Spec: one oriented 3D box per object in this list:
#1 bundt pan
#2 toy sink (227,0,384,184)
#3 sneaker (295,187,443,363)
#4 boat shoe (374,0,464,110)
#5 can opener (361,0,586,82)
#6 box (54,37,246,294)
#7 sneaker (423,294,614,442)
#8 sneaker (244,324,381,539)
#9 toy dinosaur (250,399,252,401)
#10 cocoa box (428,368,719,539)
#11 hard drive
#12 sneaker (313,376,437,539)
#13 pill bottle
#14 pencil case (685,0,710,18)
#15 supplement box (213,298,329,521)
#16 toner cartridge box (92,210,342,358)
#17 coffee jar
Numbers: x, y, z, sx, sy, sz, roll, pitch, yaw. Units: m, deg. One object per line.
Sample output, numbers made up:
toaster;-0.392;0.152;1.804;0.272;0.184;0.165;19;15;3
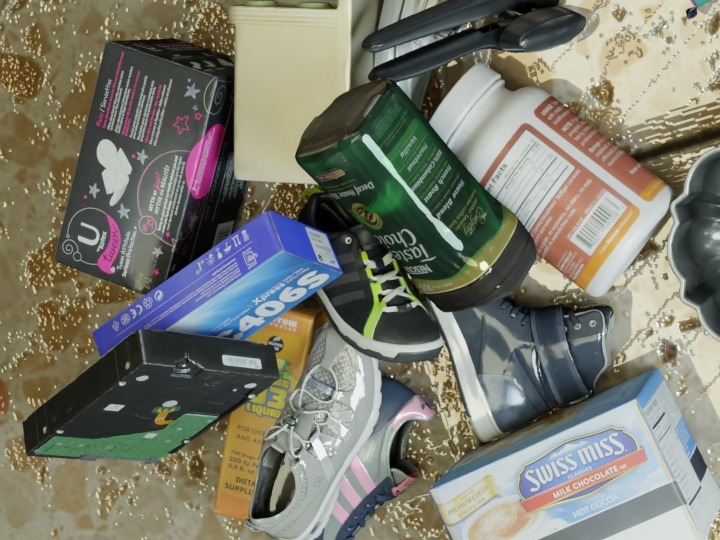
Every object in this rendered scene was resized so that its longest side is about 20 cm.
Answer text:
bundt pan;0.352;-0.028;1.614;0.201;0.076;0.203;3;100;16
toy sink;-0.041;-0.180;1.684;0.111;0.130;0.201;4;101;17
sneaker;0.000;0.000;1.691;0.200;0.071;0.083;43;130;35
boat shoe;0.057;-0.217;1.676;0.066;0.074;0.201;9;101;18
can opener;0.087;-0.199;1.626;0.199;0.079;0.064;-15;100;-26
box;-0.171;-0.093;1.737;0.114;0.132;0.201;20;104;17
sneaker;0.135;0.026;1.692;0.145;0.077;0.203;-21;88;15
sneaker;-0.042;0.141;1.699;0.074;0.082;0.201;19;96;34
toy dinosaur;-0.156;0.095;1.794;0.199;0.058;0.102;-22;88;44
cocoa box;0.182;0.188;1.671;0.199;0.133;0.132;-26;91;19
hard drive;-0.180;0.109;1.687;0.200;0.139;0.038;-38;55;43
sneaker;0.004;0.192;1.760;0.082;0.070;0.201;22;106;17
pill bottle;0.153;-0.080;1.650;0.200;0.112;0.112;39;108;9
pencil case;0.337;-0.274;1.569;0.199;0.093;0.085;-19;116;18
supplement box;-0.079;0.123;1.778;0.066;0.069;0.201;12;100;13
toner cartridge box;-0.121;0.028;1.679;0.200;0.095;0.043;-34;62;22
coffee jar;0.047;-0.054;1.590;0.200;0.085;0.104;45;151;-20
